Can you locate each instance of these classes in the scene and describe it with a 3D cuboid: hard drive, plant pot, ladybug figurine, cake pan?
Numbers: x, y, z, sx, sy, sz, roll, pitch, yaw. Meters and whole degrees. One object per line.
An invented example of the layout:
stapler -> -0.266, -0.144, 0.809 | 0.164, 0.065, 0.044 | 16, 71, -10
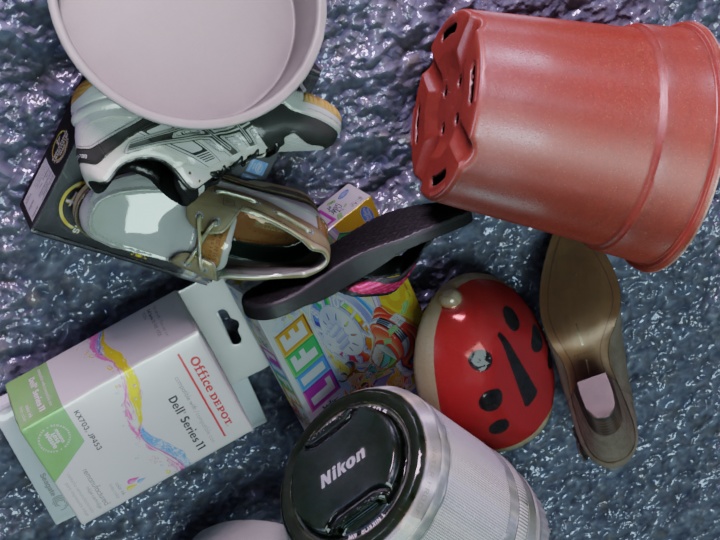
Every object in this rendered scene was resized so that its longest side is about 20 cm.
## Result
hard drive -> -0.189, 0.117, 1.554 | 0.199, 0.027, 0.133 | -25, 126, -5
plant pot -> 0.153, -0.113, 1.459 | 0.194, 0.201, 0.202 | 9, 117, -17
ladybug figurine -> 0.112, 0.085, 1.602 | 0.136, 0.072, 0.200 | -53, 139, -18
cake pan -> -0.123, -0.188, 1.312 | 0.198, 0.202, 0.037 | -6, 166, -19

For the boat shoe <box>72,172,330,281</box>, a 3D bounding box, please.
boat shoe -> -0.114, -0.034, 1.405 | 0.198, 0.069, 0.075 | 2, 120, -25

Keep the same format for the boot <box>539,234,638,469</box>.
boot -> 0.201, 0.073, 1.644 | 0.070, 0.202, 0.146 | -8, 162, 8

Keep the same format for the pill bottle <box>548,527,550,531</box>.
pill bottle -> 0.073, 0.270, 1.708 | 0.199, 0.104, 0.104 | -37, 127, 3

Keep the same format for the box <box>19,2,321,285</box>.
box -> -0.145, -0.100, 1.423 | 0.160, 0.049, 0.201 | 17, 112, -34

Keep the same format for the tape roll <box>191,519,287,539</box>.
tape roll -> -0.072, 0.301, 1.641 | 0.201, 0.037, 0.204 | 12, 132, 14

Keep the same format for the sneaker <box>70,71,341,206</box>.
sneaker -> -0.110, -0.087, 1.350 | 0.198, 0.076, 0.089 | 1, 77, -17

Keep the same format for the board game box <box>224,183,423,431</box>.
board game box -> -0.016, 0.047, 1.553 | 0.134, 0.034, 0.201 | -39, 129, -17

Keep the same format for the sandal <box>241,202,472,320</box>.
sandal -> 0.000, 0.000, 1.471 | 0.199, 0.075, 0.045 | -27, 109, -16

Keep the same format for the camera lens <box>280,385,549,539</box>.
camera lens -> 0.044, 0.199, 1.538 | 0.160, 0.160, 0.200 | -45, 133, 9

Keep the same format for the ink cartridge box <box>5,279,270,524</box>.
ink cartridge box -> -0.165, 0.099, 1.494 | 0.199, 0.067, 0.118 | -30, 126, -4
